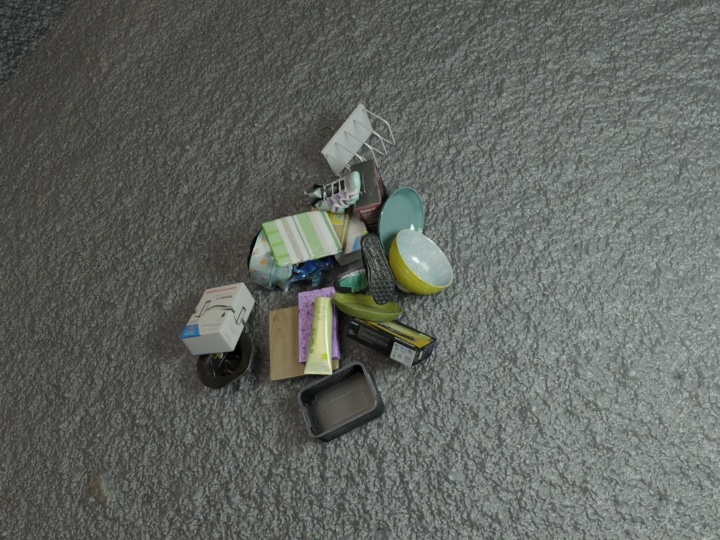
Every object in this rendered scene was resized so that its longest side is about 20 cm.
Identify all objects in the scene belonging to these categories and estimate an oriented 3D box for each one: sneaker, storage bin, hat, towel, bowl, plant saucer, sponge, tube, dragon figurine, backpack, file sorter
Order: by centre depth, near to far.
[{"bbox_3d":[-0.050,0.349,1.515,0.197,0.094,0.137,-27,63,5],"label":"storage bin"},{"bbox_3d":[-0.104,0.174,1.523,0.058,0.051,0.204,-18,62,52],"label":"tube"},{"bbox_3d":[0.017,0.101,1.557,0.197,0.199,0.032,15,99,22],"label":"plant saucer"},{"bbox_3d":[0.045,-0.009,1.562,0.070,0.083,0.204,-12,93,-6],"label":"sneaker"},{"bbox_3d":[0.146,-0.003,1.575,0.108,0.198,0.202,-47,56,34],"label":"bowl"},{"bbox_3d":[-0.116,0.151,1.576,0.109,0.030,0.204,-9,65,13],"label":"sponge"},{"bbox_3d":[-0.087,-0.215,1.580,0.137,0.200,0.079,3,68,-21],"label":"sneaker"},{"bbox_3d":[-0.165,-0.091,1.611,0.197,0.031,0.151,-15,64,-24],"label":"towel"},{"bbox_3d":[0.108,-0.136,1.621,0.036,0.200,0.202,15,72,41],"label":"plant saucer"},{"bbox_3d":[0.000,0.000,1.640,0.197,0.075,0.088,-18,47,-26],"label":"sneaker"},{"bbox_3d":[-0.142,0.009,1.650,0.098,0.060,0.201,19,36,10],"label":"dragon figurine"},{"bbox_3d":[-0.374,0.269,1.658,0.197,0.081,0.203,-17,50,20],"label":"hat"},{"bbox_3d":[-0.253,-0.043,1.684,0.151,0.200,0.178,20,72,6],"label":"backpack"},{"bbox_3d":[0.000,-0.379,1.784,0.124,0.139,0.201,34,81,24],"label":"file sorter"}]

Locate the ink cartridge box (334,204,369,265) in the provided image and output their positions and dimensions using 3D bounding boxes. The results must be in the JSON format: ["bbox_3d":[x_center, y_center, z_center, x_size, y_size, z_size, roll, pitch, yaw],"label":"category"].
[{"bbox_3d":[-0.036,-0.131,1.728,0.114,0.067,0.203,-19,64,10],"label":"ink cartridge box"}]

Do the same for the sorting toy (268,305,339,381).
[{"bbox_3d":[-0.154,0.204,1.622,0.195,0.070,0.204,-12,64,12],"label":"sorting toy"}]

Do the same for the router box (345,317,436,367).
[{"bbox_3d":[0.083,0.177,1.508,0.197,0.157,0.053,23,103,23],"label":"router box"}]

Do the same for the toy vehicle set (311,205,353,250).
[{"bbox_3d":[-0.089,-0.158,1.703,0.122,0.027,0.204,3,70,20],"label":"toy vehicle set"}]

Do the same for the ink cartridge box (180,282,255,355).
[{"bbox_3d":[-0.413,0.140,1.669,0.143,0.085,0.202,-10,39,21],"label":"ink cartridge box"}]

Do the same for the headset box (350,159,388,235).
[{"bbox_3d":[0.033,-0.212,1.666,0.074,0.200,0.151,-13,65,11],"label":"headset box"}]
